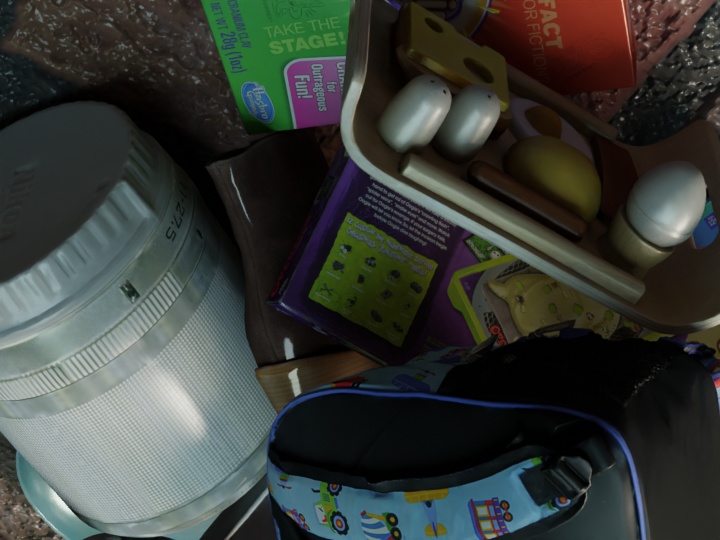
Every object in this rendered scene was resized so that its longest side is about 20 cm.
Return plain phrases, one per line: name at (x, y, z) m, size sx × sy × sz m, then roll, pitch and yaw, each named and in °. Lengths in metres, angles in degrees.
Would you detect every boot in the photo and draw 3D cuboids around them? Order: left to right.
boot at (0.000, 0.000, 0.873) m, size 0.072 × 0.200 × 0.168 m, roll -15°, pitch 95°, yaw 29°

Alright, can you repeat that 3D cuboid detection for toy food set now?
toy food set at (0.079, -0.068, 0.708) m, size 0.199 × 0.144 × 0.061 m, roll 29°, pitch 122°, yaw -18°

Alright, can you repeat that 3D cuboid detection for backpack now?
backpack at (0.062, 0.114, 0.720) m, size 0.199 × 0.134 × 0.184 m, roll 2°, pitch 113°, yaw 38°

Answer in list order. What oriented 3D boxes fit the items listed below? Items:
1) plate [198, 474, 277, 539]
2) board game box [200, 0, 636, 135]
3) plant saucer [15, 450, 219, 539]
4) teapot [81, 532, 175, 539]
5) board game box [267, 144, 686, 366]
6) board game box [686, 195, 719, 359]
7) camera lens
plate at (-0.012, 0.140, 0.999) m, size 0.199 × 0.033 × 0.200 m, roll -3°, pitch 146°, yaw -41°
board game box at (0.022, -0.146, 0.770) m, size 0.198 × 0.041 × 0.154 m, roll -6°, pitch 132°, yaw 14°
plant saucer at (-0.124, 0.132, 1.065) m, size 0.198 × 0.028 × 0.201 m, roll 4°, pitch 134°, yaw 4°
teapot at (-0.123, 0.251, 0.912) m, size 0.199 × 0.147 × 0.198 m, roll 31°, pitch 141°, yaw 0°
board game box at (0.067, 0.008, 0.796) m, size 0.199 × 0.121 × 0.032 m, roll 29°, pitch 173°, yaw -16°
board game box at (0.207, 0.067, 0.875) m, size 0.152 × 0.045 × 0.201 m, roll -38°, pitch 85°, yaw 36°
camera lens at (-0.133, 0.032, 0.877) m, size 0.159 × 0.161 × 0.201 m, roll -16°, pitch 130°, yaw 22°
